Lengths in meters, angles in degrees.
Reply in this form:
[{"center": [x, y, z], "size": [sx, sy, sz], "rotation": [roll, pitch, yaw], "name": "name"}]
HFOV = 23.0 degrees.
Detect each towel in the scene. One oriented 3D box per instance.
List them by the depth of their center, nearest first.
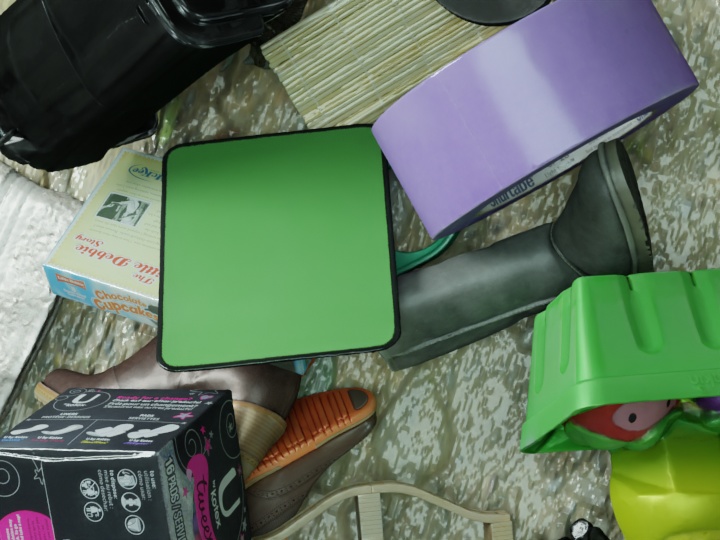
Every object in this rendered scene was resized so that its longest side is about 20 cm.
[{"center": [-0.288, 0.017, 1.298], "size": [0.132, 0.034, 0.201], "rotation": [26, 94, 7], "name": "towel"}]

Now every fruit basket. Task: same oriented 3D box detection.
[{"center": [0.211, 0.110, 1.149], "size": [0.215, 0.156, 0.217], "rotation": [4, 71, -12], "name": "fruit basket"}]

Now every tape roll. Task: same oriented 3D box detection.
[{"center": [0.113, -0.105, 1.150], "size": [0.199, 0.200, 0.085], "rotation": [-29, 87, 8], "name": "tape roll"}]

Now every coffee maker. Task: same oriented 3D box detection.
[{"center": [-0.161, -0.150, 1.162], "size": [0.135, 0.192, 0.200], "rotation": [45, 137, -11], "name": "coffee maker"}]

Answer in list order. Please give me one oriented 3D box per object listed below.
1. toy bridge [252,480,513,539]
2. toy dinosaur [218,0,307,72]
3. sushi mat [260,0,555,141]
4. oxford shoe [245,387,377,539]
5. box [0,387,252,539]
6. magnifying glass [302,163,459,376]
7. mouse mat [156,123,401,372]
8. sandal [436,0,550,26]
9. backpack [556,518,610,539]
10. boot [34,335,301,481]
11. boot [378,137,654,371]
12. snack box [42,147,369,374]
[{"center": [0.006, 0.181, 1.229], "size": [0.199, 0.027, 0.068], "rotation": [-5, 93, -7], "name": "toy bridge"}, {"center": [-0.053, -0.241, 1.238], "size": [0.102, 0.077, 0.201], "rotation": [-1, 95, -5], "name": "toy dinosaur"}, {"center": [0.036, -0.168, 1.237], "size": [0.200, 0.012, 0.096], "rotation": [-30, 111, 8], "name": "sushi mat"}, {"center": [-0.065, 0.154, 1.258], "size": [0.200, 0.071, 0.073], "rotation": [-33, 112, 6], "name": "oxford shoe"}, {"center": [-0.146, 0.187, 1.160], "size": [0.132, 0.115, 0.201], "rotation": [-1, 108, 21], "name": "box"}, {"center": [0.000, 0.000, 1.258], "size": [0.080, 0.022, 0.200], "rotation": [38, 98, 10], "name": "magnifying glass"}, {"center": [-0.057, -0.019, 1.191], "size": [0.160, 0.008, 0.201], "rotation": [-6, 52, 3], "name": "mouse mat"}, {"center": [0.047, -0.240, 1.187], "size": [0.075, 0.045, 0.200], "rotation": [-44, 80, 5], "name": "sandal"}, {"center": [0.125, 0.290, 1.190], "size": [0.200, 0.127, 0.167], "rotation": [-39, 88, 10], "name": "backpack"}, {"center": [-0.123, 0.057, 1.262], "size": [0.199, 0.072, 0.167], "rotation": [16, 72, 30], "name": "boot"}, {"center": [0.093, -0.005, 1.178], "size": [0.199, 0.182, 0.073], "rotation": [-11, 57, 8], "name": "boot"}, {"center": [-0.104, -0.010, 1.219], "size": [0.199, 0.037, 0.116], "rotation": [17, 56, 20], "name": "snack box"}]
